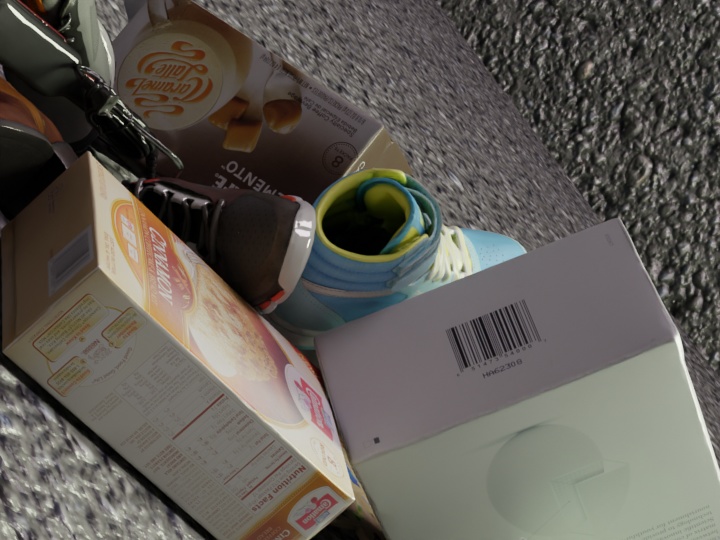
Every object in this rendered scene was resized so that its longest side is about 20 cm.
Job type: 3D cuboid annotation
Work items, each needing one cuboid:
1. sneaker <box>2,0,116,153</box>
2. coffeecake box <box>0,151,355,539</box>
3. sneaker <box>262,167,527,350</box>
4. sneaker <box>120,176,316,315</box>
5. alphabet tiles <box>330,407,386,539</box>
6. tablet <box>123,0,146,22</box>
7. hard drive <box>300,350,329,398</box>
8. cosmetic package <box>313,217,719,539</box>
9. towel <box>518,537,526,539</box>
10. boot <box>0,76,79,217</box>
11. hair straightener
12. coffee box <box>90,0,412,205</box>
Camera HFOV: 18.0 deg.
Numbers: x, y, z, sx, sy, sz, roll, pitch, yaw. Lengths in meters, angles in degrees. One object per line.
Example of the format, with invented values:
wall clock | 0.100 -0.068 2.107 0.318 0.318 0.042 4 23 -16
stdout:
sneaker | -0.197 -0.158 1.414 0.079 0.074 0.200 -88 177 -57
coffeecake box | -0.103 0.050 1.249 0.200 0.073 0.154 45 12 -25
sneaker | 0.040 -0.011 1.387 0.200 0.131 0.080 -8 63 -31
sneaker | -0.106 -0.020 1.362 0.082 0.077 0.200 22 -12 -36
alphabet tiles | -0.017 0.123 1.500 0.200 0.008 0.167 55 13 24
tablet | -0.108 -0.125 1.659 0.200 0.014 0.130 33 -34 46
hard drive | 0.032 0.089 1.618 0.132 0.026 0.200 31 7 13
cosmetic package | 0.103 0.106 1.368 0.123 0.199 0.200 -108 177 -51
towel | 0.127 0.266 1.285 0.153 0.023 0.200 -124 -163 -55
boot | -0.244 -0.122 1.288 0.200 0.068 0.188 51 12 11
hair straightener | -0.169 -0.101 1.372 0.200 0.041 0.077 47 -1 -43
coffee box | -0.083 -0.086 1.496 0.200 0.114 0.080 35 -9 25
